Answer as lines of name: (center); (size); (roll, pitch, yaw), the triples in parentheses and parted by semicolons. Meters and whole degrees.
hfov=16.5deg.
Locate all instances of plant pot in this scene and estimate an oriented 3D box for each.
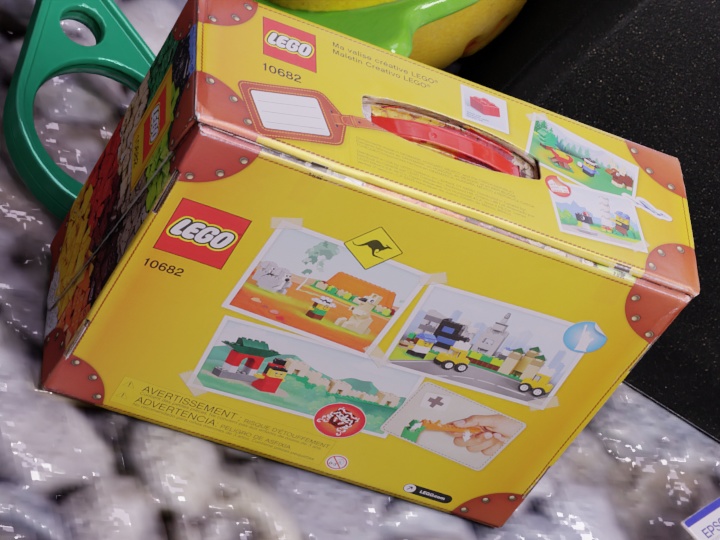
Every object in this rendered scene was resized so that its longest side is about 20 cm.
plant pot: (0.157, -0.076, 1.095); (0.199, 0.178, 0.200); (31, 40, -4)

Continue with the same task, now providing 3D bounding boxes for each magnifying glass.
magnifying glass: (-0.118, -0.104, 1.021); (0.079, 0.022, 0.201); (-1, 63, -31)

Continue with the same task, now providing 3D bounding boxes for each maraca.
maraca: (0.009, -0.132, 1.098); (0.200, 0.137, 0.107); (-45, 127, -41)

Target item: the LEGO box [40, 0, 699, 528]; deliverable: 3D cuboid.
LEGO box: (0.000, 0.000, 0.924); (0.199, 0.149, 0.077); (19, 41, -20)

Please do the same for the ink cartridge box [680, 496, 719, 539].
ink cartridge box: (0.212, 0.167, 0.998); (0.095, 0.037, 0.200); (-23, 68, -46)
